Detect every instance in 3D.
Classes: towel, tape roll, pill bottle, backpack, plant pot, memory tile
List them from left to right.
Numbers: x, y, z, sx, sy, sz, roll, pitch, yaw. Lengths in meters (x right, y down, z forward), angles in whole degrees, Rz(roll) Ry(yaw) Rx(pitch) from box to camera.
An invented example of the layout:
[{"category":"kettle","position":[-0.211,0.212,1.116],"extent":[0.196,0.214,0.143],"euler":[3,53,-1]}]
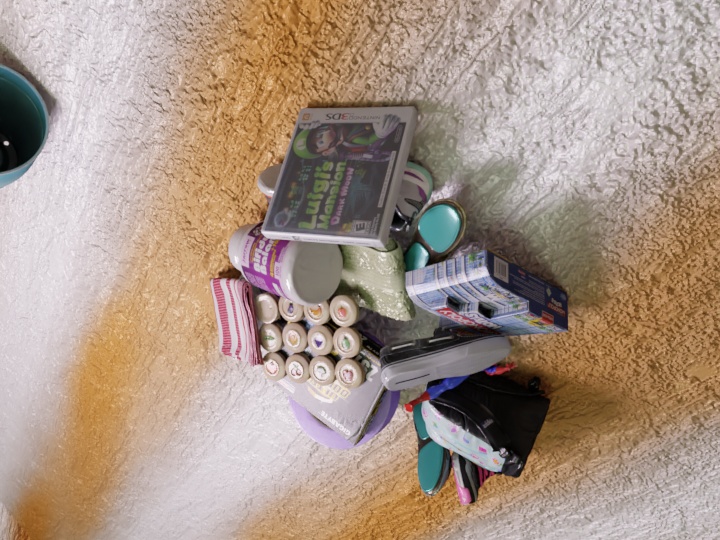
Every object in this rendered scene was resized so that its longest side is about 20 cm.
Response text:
[{"category":"plant pot","position":[-0.664,-0.232,1.151],"extent":[0.200,0.201,0.187],"euler":[46,148,-13]},{"category":"towel","position":[-0.227,0.087,1.167],"extent":[0.199,0.022,0.148],"euler":[3,102,60]},{"category":"pill bottle","position":[-0.127,-0.019,1.045],"extent":[0.198,0.112,0.114],"euler":[16,137,47]},{"category":"memory tile","position":[-0.086,0.112,1.065],"extent":[0.196,0.017,0.157],"euler":[1,100,28]},{"category":"tape roll","position":[-0.030,0.207,1.161],"extent":[0.195,0.065,0.206],"euler":[0,90,20]},{"category":"towel","position":[0.000,0.000,1.031],"extent":[0.198,0.036,0.151],"euler":[18,134,43]},{"category":"backpack","position":[0.194,0.240,1.081],"extent":[0.197,0.167,0.129],"euler":[22,134,22]}]

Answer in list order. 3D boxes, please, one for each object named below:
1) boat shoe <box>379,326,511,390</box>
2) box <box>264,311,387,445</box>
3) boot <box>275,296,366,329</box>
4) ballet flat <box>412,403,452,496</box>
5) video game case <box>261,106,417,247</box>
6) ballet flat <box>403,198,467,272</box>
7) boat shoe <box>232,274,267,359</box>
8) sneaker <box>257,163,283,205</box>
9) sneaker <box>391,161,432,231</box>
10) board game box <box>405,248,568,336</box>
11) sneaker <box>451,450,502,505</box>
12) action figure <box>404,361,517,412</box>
[{"category":"boat shoe","position":[0.121,0.116,0.962],"extent":[0.195,0.072,0.073],"euler":[-12,147,-2]},{"category":"box","position":[-0.048,0.166,1.093],"extent":[0.198,0.049,0.162],"euler":[33,111,17]},{"category":"boot","position":[-0.089,0.064,1.153],"extent":[0.196,0.073,0.092],"euler":[-15,100,24]},{"category":"ballet flat","position":[0.136,0.313,1.151],"extent":[0.072,0.202,0.075],"euler":[0,130,0]},{"category":"video game case","position":[-0.028,-0.131,0.877],"extent":[0.178,0.204,0.023],"euler":[5,158,25]},{"category":"ballet flat","position":[0.111,-0.047,0.948],"extent":[0.070,0.071,0.201],"euler":[31,143,1]},{"category":"boat shoe","position":[-0.216,0.094,1.244],"extent":[0.072,0.067,0.203],"euler":[20,133,12]},{"category":"sneaker","position":[-0.065,-0.100,1.013],"extent":[0.197,0.078,0.083],"euler":[25,149,19]},{"category":"sneaker","position":[-0.008,-0.110,0.910],"extent":[0.196,0.141,0.079],"euler":[18,139,15]},{"category":"board game box","position":[0.165,0.050,0.958],"extent":[0.198,0.063,0.198],"euler":[23,152,-36]},{"category":"sneaker","position":[0.210,0.333,1.135],"extent":[0.085,0.200,0.076],"euler":[-10,98,17]},{"category":"action figure","position":[0.158,0.150,1.011],"extent":[0.066,0.196,0.099],"euler":[65,162,12]}]
